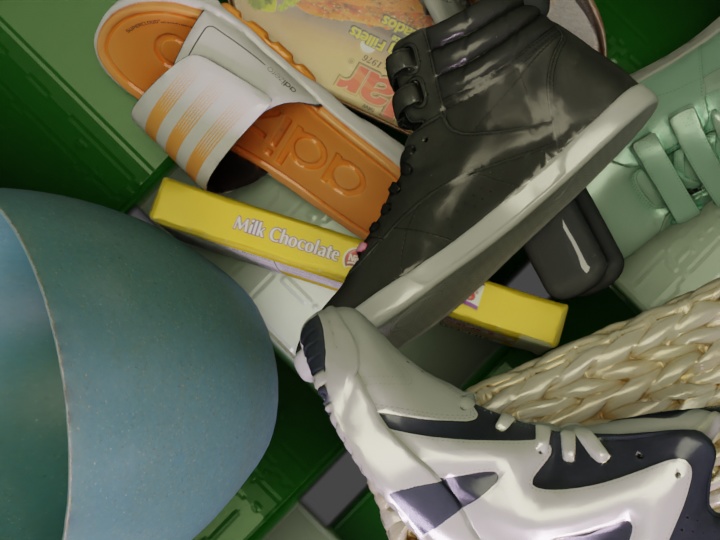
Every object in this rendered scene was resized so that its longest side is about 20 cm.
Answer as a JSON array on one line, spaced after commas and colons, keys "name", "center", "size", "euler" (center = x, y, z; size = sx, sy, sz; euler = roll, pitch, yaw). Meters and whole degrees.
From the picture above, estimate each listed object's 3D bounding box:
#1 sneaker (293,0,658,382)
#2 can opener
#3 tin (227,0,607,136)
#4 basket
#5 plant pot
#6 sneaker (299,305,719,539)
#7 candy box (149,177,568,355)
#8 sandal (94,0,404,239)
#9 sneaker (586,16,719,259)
[{"name": "sneaker", "center": [0.028, -0.042, 0.843], "size": [0.200, 0.071, 0.099], "euler": [-42, 78, -3]}, {"name": "can opener", "center": [0.078, -0.087, 0.893], "size": [0.067, 0.053, 0.201], "euler": [-31, 79, 23]}, {"name": "tin", "center": [0.028, -0.126, 0.957], "size": [0.199, 0.042, 0.112], "euler": [26, 85, 3]}, {"name": "basket", "center": [0.116, 0.112, 0.866], "size": [0.199, 0.198, 0.161], "euler": [-23, 85, 2]}, {"name": "plant pot", "center": [-0.119, 0.056, 0.897], "size": [0.134, 0.200, 0.201], "euler": [-6, 87, -32]}, {"name": "sneaker", "center": [0.077, 0.070, 0.739], "size": [0.129, 0.079, 0.199], "euler": [-38, 81, -2]}, {"name": "candy box", "center": [0.000, 0.000, 0.921], "size": [0.199, 0.102, 0.027], "euler": [18, 84, 3]}, {"name": "sandal", "center": [-0.048, -0.065, 0.931], "size": [0.206, 0.059, 0.079], "euler": [33, 133, 2]}, {"name": "sneaker", "center": [0.173, -0.056, 0.901], "size": [0.200, 0.118, 0.074], "euler": [-42, 123, 0]}]
